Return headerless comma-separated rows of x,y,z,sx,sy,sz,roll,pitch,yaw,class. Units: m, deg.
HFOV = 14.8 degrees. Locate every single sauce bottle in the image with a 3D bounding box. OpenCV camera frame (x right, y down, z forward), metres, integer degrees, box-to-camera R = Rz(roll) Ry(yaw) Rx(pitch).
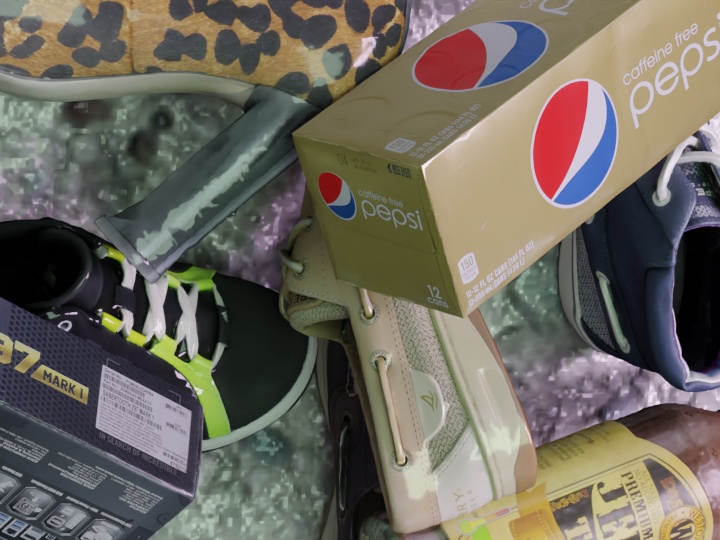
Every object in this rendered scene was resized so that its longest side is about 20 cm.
0.099,0.089,1.070,0.199,0.065,0.065,-21,110,-17,sauce bottle

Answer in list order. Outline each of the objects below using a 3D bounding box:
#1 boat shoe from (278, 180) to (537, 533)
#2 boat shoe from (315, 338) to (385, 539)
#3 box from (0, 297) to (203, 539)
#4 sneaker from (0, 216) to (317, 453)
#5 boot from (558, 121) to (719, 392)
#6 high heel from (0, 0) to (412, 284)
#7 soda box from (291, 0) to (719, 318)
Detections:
0.000,0.000,1.037,0.065,0.072,0.201,-22,76,-6,boat shoe
0.020,0.075,1.104,0.072,0.065,0.201,2,102,-23,boat shoe
-0.180,0.062,0.979,0.199,0.051,0.158,29,130,-25,box
-0.101,0.022,1.018,0.199,0.083,0.072,3,65,-24,sneaker
0.121,-0.055,1.101,0.072,0.090,0.201,-12,107,-20,boot
-0.084,-0.113,0.993,0.142,0.071,0.200,-41,89,-2,high heel
0.072,-0.067,0.993,0.200,0.068,0.064,-38,125,-31,soda box
